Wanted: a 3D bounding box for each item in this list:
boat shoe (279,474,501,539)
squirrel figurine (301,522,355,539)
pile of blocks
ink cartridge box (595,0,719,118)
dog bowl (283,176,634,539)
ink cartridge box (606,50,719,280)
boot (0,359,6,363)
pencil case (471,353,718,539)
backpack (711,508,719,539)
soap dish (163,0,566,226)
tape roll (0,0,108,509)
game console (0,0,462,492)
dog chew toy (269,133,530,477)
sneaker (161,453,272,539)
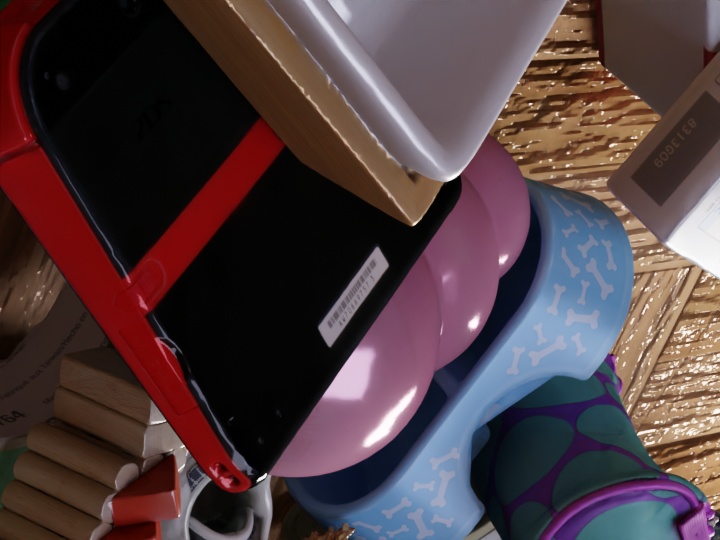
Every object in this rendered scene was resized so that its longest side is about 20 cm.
[{"bbox_3d":[0.039,0.132,1.322,0.199,0.075,0.069,-16,130,-40],"label":"boat shoe"},{"bbox_3d":[-0.033,0.217,1.158,0.141,0.201,0.187,-11,161,4],"label":"squirrel figurine"},{"bbox_3d":[-0.075,0.069,0.956,0.201,0.062,0.082,-61,143,-11],"label":"pile of blocks"},{"bbox_3d":[0.203,-0.168,1.184,0.200,0.083,0.146,-35,146,-17],"label":"ink cartridge box"},{"bbox_3d":[0.038,0.041,1.201,0.049,0.112,0.200,30,102,-40],"label":"dog bowl"},{"bbox_3d":[0.216,-0.059,1.197,0.160,0.047,0.200,-50,145,10],"label":"ink cartridge box"},{"bbox_3d":[-0.191,0.112,1.046,0.154,0.072,0.201,19,105,-55],"label":"boot"},{"bbox_3d":[0.101,0.090,1.237,0.092,0.200,0.086,-7,114,-8],"label":"pencil case"},{"bbox_3d":[0.191,0.217,1.493,0.147,0.182,0.200,-62,154,-19],"label":"backpack"},{"bbox_3d":[-0.012,-0.138,0.892,0.200,0.081,0.158,49,59,-33],"label":"soap dish"},{"bbox_3d":[-0.131,-0.012,0.952,0.200,0.048,0.201,-28,128,-43],"label":"tape roll"},{"bbox_3d":[-0.047,-0.046,0.935,0.177,0.031,0.200,60,39,-21],"label":"game console"},{"bbox_3d":[0.000,0.000,1.106,0.200,0.124,0.125,-37,150,-44],"label":"dog chew toy"},{"bbox_3d":[-0.089,0.132,1.175,0.076,0.080,0.201,-15,137,-41],"label":"sneaker"}]
